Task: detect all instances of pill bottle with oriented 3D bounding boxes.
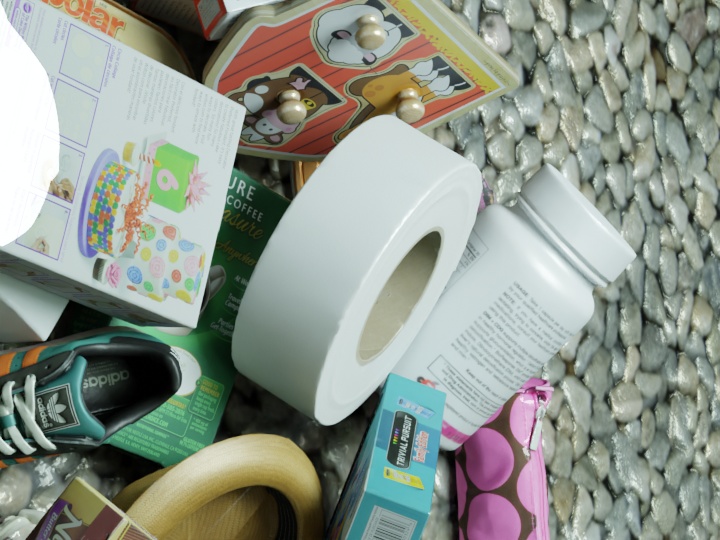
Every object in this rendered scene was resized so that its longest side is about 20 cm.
[{"bbox_3d":[0.098,0.025,1.441,0.200,0.114,0.113,-44,129,9],"label":"pill bottle"}]

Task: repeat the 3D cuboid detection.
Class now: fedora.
[{"bbox_3d":[-0.114,0.183,1.262,0.200,0.082,0.202,-21,126,-33],"label":"fedora"}]

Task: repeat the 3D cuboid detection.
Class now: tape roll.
[{"bbox_3d":[0.000,0.000,1.311,0.203,0.070,0.203,-52,163,-24],"label":"tape roll"}]

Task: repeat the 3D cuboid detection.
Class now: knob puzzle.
[{"bbox_3d":[-0.018,-0.117,1.319,0.219,0.219,0.031,23,48,-44],"label":"knob puzzle"}]

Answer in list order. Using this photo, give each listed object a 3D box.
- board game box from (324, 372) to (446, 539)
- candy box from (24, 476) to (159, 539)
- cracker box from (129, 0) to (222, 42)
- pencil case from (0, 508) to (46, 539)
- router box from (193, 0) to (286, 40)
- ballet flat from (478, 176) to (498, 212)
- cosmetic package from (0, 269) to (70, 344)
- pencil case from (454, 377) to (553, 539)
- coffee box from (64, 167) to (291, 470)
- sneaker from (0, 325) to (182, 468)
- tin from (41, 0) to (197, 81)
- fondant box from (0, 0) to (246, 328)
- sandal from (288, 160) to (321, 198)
[{"bbox_3d":[0.006,0.176,1.319,0.200,0.047,0.152,-75,-175,-71],"label":"board game box"},{"bbox_3d":[-0.136,0.219,1.157,0.117,0.056,0.200,-51,140,-9],"label":"candy box"},{"bbox_3d":[-0.046,-0.214,1.363,0.199,0.058,0.135,19,69,-14],"label":"cracker box"},{"bbox_3d":[-0.254,0.203,1.126,0.199,0.077,0.090,-22,127,-46],"label":"pencil case"},{"bbox_3d":[-0.033,-0.261,1.323,0.199,0.049,0.181,-14,79,-24],"label":"router box"},{"bbox_3d":[0.034,-0.035,1.495,0.200,0.069,0.071,-34,92,-48],"label":"ballet flat"},{"bbox_3d":[-0.247,-0.056,1.171,0.200,0.071,0.102,49,53,-32],"label":"cosmetic package"},{"bbox_3d":[0.119,0.184,1.534,0.090,0.093,0.202,-8,92,-48],"label":"pencil case"},{"bbox_3d":[-0.124,0.024,1.291,0.123,0.044,0.202,27,78,-44],"label":"coffee box"},{"bbox_3d":[-0.198,0.079,1.168,0.199,0.080,0.072,-20,99,-24],"label":"sneaker"},{"bbox_3d":[-0.184,-0.124,1.275,0.199,0.042,0.113,27,70,-43],"label":"tin"},{"bbox_3d":[-0.169,-0.063,1.157,0.199,0.058,0.146,25,71,-40],"label":"fondant box"},{"bbox_3d":[-0.023,-0.121,1.413,0.059,0.078,0.209,-125,-153,-85],"label":"sandal"}]
